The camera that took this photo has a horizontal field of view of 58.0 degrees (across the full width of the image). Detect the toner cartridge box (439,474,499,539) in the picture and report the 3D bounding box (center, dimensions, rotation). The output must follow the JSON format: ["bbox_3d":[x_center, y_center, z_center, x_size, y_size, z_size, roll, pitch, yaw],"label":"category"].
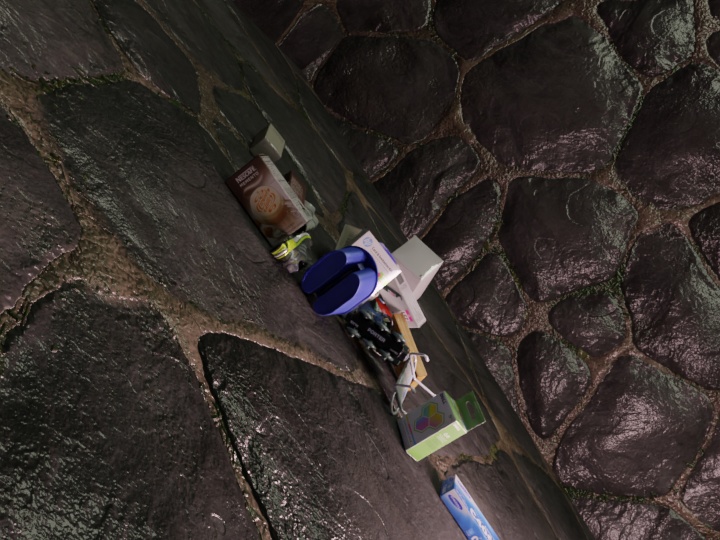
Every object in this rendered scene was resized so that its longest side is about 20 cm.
[{"bbox_3d":[0.274,0.618,1.619,0.200,0.043,0.095,56,11,2],"label":"toner cartridge box"}]

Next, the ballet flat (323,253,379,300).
[{"bbox_3d":[-0.035,0.027,1.908,0.200,0.070,0.069,34,10,9],"label":"ballet flat"}]

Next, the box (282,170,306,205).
[{"bbox_3d":[-0.207,-0.192,1.761,0.075,0.100,0.200,51,13,-20],"label":"box"}]

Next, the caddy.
[{"bbox_3d":[-0.048,0.026,1.606,0.105,0.200,0.142,-7,64,-58],"label":"caddy"}]

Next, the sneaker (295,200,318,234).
[{"bbox_3d":[-0.173,-0.140,1.876,0.073,0.085,0.200,31,-10,6],"label":"sneaker"}]

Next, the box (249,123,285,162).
[{"bbox_3d":[-0.290,-0.392,2.038,0.082,0.068,0.200,51,14,-20],"label":"box"}]

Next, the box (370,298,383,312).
[{"bbox_3d":[0.059,0.054,2.092,0.144,0.036,0.200,26,57,-66],"label":"box"}]

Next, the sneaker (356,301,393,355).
[{"bbox_3d":[0.051,0.151,1.877,0.079,0.089,0.200,43,15,-46],"label":"sneaker"}]

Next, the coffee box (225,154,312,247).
[{"bbox_3d":[-0.226,-0.174,1.615,0.200,0.114,0.080,54,13,-4],"label":"coffee box"}]

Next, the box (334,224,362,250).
[{"bbox_3d":[-0.025,-0.068,1.975,0.078,0.095,0.200,21,-9,2],"label":"box"}]

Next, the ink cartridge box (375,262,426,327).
[{"bbox_3d":[0.084,0.079,1.926,0.044,0.173,0.200,-39,108,-37],"label":"ink cartridge box"}]

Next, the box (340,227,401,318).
[{"bbox_3d":[-0.013,0.008,1.737,0.156,0.200,0.041,51,-1,-24],"label":"box"}]

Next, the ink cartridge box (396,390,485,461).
[{"bbox_3d":[0.195,0.369,1.596,0.059,0.200,0.104,49,13,-33],"label":"ink cartridge box"}]

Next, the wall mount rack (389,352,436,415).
[{"bbox_3d":[0.146,0.319,1.701,0.200,0.074,0.174,-59,144,-44],"label":"wall mount rack"}]

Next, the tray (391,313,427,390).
[{"bbox_3d":[0.121,0.234,1.864,0.037,0.099,0.200,-4,57,-29],"label":"tray"}]

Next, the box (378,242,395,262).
[{"bbox_3d":[0.000,0.000,1.812,0.119,0.200,0.041,53,13,-13],"label":"box"}]

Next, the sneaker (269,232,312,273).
[{"bbox_3d":[-0.164,-0.040,1.633,0.081,0.074,0.200,61,19,-4],"label":"sneaker"}]

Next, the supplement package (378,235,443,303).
[{"bbox_3d":[0.139,0.017,1.949,0.121,0.200,0.120,44,54,13],"label":"supplement package"}]

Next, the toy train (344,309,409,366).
[{"bbox_3d":[0.045,0.179,1.719,0.200,0.085,0.114,34,-11,15],"label":"toy train"}]
